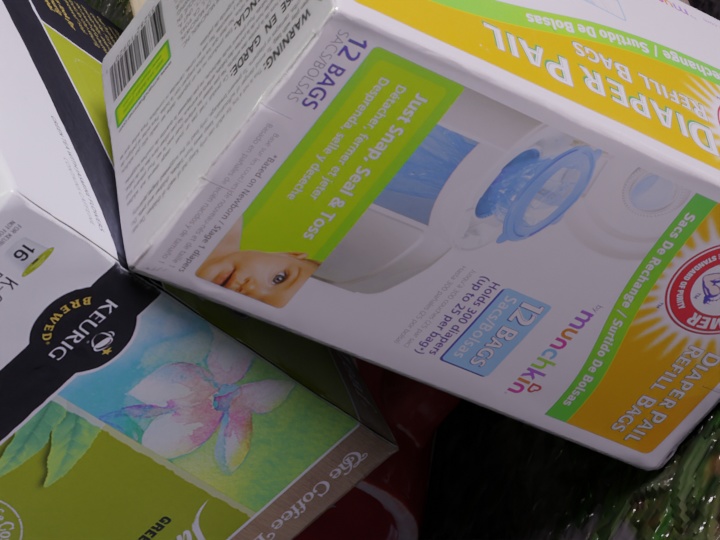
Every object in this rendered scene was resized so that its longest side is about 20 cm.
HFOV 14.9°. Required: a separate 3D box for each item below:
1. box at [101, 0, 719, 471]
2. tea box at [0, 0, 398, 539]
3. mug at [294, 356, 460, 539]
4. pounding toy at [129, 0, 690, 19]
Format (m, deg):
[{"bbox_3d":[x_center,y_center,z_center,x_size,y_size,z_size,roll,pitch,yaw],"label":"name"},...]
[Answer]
[{"bbox_3d":[0.037,-0.035,0.842,0.113,0.200,0.101,-50,33,29],"label":"box"},{"bbox_3d":[-0.121,-0.003,0.904,0.134,0.197,0.200,-42,45,13],"label":"tea box"},{"bbox_3d":[-0.011,-0.003,1.024,0.178,0.133,0.200,-38,37,52],"label":"mug"},{"bbox_3d":[0.023,-0.139,0.970,0.184,0.142,0.200,-29,54,18],"label":"pounding toy"}]
